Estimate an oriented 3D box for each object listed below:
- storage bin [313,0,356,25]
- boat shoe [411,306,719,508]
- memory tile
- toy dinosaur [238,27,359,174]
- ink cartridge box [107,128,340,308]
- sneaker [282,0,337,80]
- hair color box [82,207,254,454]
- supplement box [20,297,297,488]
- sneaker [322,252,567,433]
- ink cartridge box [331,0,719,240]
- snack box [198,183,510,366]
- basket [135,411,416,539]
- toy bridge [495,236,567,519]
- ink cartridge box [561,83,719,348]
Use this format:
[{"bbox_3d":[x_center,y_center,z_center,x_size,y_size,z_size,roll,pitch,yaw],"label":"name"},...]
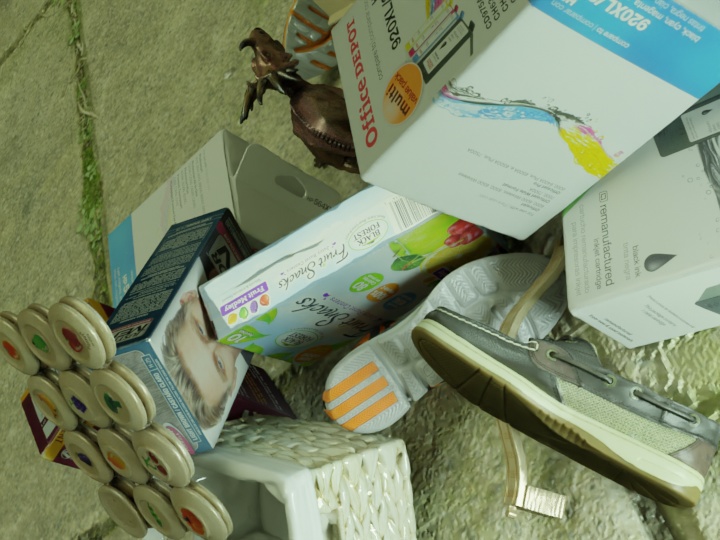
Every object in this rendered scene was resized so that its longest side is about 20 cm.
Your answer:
[{"bbox_3d":[0.038,-0.313,0.786,0.198,0.094,0.200,-7,46,59],"label":"storage bin"},{"bbox_3d":[0.128,0.074,0.642,0.200,0.073,0.065,31,71,7],"label":"boat shoe"},{"bbox_3d":[-0.176,0.108,0.704,0.153,0.200,0.017,-9,27,48],"label":"memory tile"},{"bbox_3d":[-0.039,-0.138,0.927,0.086,0.135,0.200,-57,41,6],"label":"toy dinosaur"},{"bbox_3d":[-0.123,-0.021,0.958,0.200,0.128,0.125,-38,46,28],"label":"ink cartridge box"},{"bbox_3d":[-0.033,-0.286,1.058,0.077,0.078,0.200,2,67,61],"label":"sneaker"},{"bbox_3d":[-0.130,0.044,0.784,0.060,0.100,0.200,-17,26,19],"label":"hair color box"},{"bbox_3d":[-0.169,0.119,0.875,0.110,0.200,0.086,-54,40,9],"label":"supplement box"},{"bbox_3d":[0.056,0.046,0.771,0.200,0.078,0.112,-28,2,-2],"label":"sneaker"},{"bbox_3d":[0.101,-0.144,0.637,0.200,0.144,0.147,-43,43,37],"label":"ink cartridge box"},{"bbox_3d":[0.000,0.000,0.773,0.200,0.142,0.053,-29,66,16],"label":"snack box"},{"bbox_3d":[-0.063,0.187,0.760,0.200,0.123,0.136,0,98,48],"label":"basket"},{"bbox_3d":[0.122,0.069,0.696,0.027,0.067,0.200,153,134,-68],"label":"toy bridge"},{"bbox_3d":[0.231,-0.051,0.635,0.200,0.084,0.146,-21,55,38],"label":"ink cartridge box"}]
